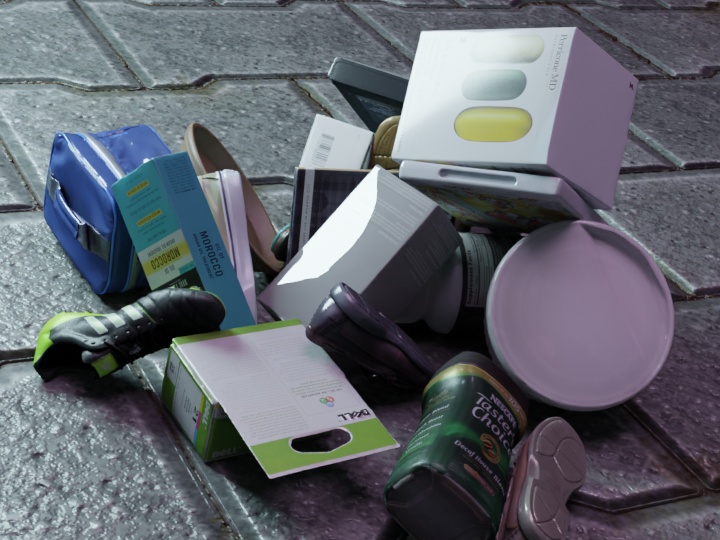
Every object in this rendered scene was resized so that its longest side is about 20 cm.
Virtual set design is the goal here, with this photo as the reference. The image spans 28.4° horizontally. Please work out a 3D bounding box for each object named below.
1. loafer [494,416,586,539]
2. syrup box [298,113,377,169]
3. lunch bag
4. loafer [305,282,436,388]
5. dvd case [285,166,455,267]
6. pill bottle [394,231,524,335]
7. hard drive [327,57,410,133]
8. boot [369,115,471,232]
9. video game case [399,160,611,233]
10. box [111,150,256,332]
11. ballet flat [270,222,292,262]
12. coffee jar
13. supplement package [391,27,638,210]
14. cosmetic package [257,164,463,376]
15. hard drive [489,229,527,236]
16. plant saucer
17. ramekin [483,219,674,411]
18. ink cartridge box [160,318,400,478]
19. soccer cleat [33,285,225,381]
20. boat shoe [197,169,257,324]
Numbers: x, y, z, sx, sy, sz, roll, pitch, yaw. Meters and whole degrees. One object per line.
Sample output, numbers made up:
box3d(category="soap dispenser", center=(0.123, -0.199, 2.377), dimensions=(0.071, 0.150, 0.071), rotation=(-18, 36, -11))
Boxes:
box3d(category="loafer", center=(0.163, 0.205, 1.333), dimensions=(0.072, 0.063, 0.200), rotation=(47, 27, -7))
box3d(category="syrup box", center=(0.001, -0.126, 1.758), dimensions=(0.081, 0.079, 0.200), rotation=(20, 1, 19))
box3d(category="lunch bag", center=(-0.269, -0.064, 1.570), dimensions=(0.131, 0.137, 0.200), rotation=(-10, 38, -32))
box3d(category="loafer", center=(0.010, 0.077, 1.437), dimensions=(0.072, 0.063, 0.200), rotation=(52, 6, 39))
box3d(category="dvd case", center=(0.014, -0.041, 1.626), dimensions=(0.198, 0.150, 0.016), rotation=(0, 15, -21))
box3d(category="pill bottle", center=(0.132, 0.015, 1.603), dimensions=(0.198, 0.117, 0.117), rotation=(3, 30, -14))
box3d(category="hard drive", center=(0.056, -0.185, 1.729), dimensions=(0.139, 0.033, 0.200), rotation=(21, -11, 26))
box3d(category="boot", center=(0.081, -0.104, 1.723), dimensions=(0.072, 0.202, 0.155), rotation=(-4, 18, 28))
box3d(category="video game case", center=(0.161, -0.072, 1.539), dimensions=(0.181, 0.023, 0.200), rotation=(9, -9, 27))
box3d(category="box", center=(-0.180, -0.012, 1.447), dimensions=(0.049, 0.082, 0.201), rotation=(-19, 85, -47))
box3d(category="ballet flat", center=(-0.031, -0.041, 1.683), dimensions=(0.068, 0.068, 0.200), rotation=(36, 27, 13))
box3d(category="coffee jar", center=(0.094, 0.165, 1.319), dimensions=(0.104, 0.085, 0.200), rotation=(43, 33, -11))
box3d(category="supplement package", center=(0.167, -0.164, 1.535), dimensions=(0.199, 0.153, 0.150), rotation=(6, -12, 39))
box3d(category="cosmetic package", center=(0.000, 0.000, 1.503), dimensions=(0.107, 0.200, 0.090), rotation=(38, -6, 37))
box3d(category="hard drive", center=(0.235, -0.042, 1.749), dimensions=(0.139, 0.038, 0.200), rotation=(-21, 66, -46))
box3d(category="plant saucer", center=(-0.149, -0.077, 1.633), dimensions=(0.029, 0.200, 0.201), rotation=(-31, 31, 9))
box3d(category="ramekin", center=(0.222, 0.054, 1.504), dimensions=(0.201, 0.204, 0.094), rotation=(8, -14, -8))
box3d(category="ink cartridge box", center=(-0.080, 0.141, 1.343), dimensions=(0.147, 0.076, 0.200), rotation=(-8, 39, -33))
box3d(category="soccer cleat", center=(-0.225, 0.067, 1.385), dimensions=(0.198, 0.068, 0.081), rotation=(-12, 37, 16))
box3d(category="boat shoe", center=(-0.146, -0.006, 1.500), dimensions=(0.061, 0.202, 0.072), rotation=(-7, -12, -7))
